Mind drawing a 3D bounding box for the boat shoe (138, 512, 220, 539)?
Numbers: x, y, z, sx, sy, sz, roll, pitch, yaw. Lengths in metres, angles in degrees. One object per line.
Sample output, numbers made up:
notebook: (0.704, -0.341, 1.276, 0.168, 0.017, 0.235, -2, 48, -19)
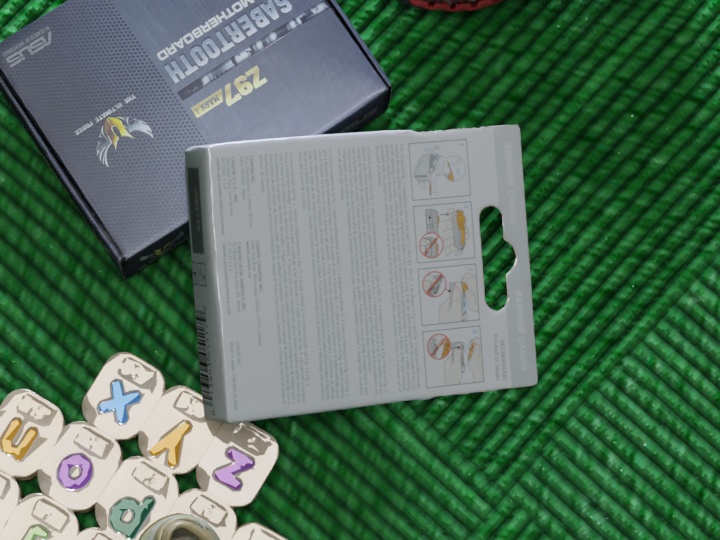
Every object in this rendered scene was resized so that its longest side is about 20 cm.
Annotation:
boat shoe: (-0.059, 0.226, 1.319, 0.073, 0.063, 0.202, -30, 90, -14)

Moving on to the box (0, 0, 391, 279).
box: (-0.104, -0.114, 1.422, 0.199, 0.051, 0.158, -33, 80, -9)

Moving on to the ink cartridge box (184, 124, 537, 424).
ink cartridge box: (0.000, 0.000, 1.386, 0.199, 0.057, 0.164, -6, 94, -24)

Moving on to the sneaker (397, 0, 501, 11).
sneaker: (0.105, -0.206, 1.426, 0.199, 0.098, 0.071, -7, 78, -1)

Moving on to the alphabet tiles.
alphabet tiles: (-0.143, 0.157, 1.373, 0.199, 0.015, 0.196, 29, 77, 6)
